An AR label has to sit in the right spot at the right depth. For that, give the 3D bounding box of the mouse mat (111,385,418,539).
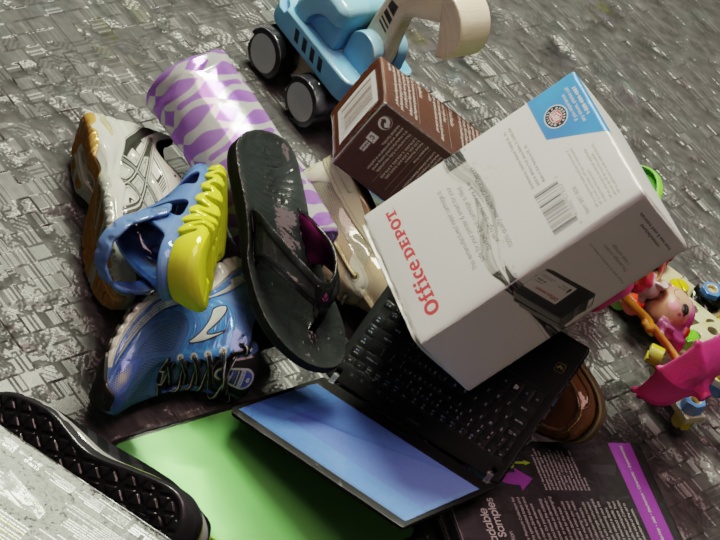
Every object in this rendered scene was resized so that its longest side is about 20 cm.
[{"bbox_3d":[-0.070,0.164,1.658,0.200,0.008,0.161,-14,55,-38],"label":"mouse mat"}]

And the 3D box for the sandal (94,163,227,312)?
[{"bbox_3d":[-0.145,-0.031,1.672,0.087,0.080,0.200,2,17,4],"label":"sandal"}]

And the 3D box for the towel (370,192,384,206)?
[{"bbox_3d":[0.054,-0.056,1.941,0.143,0.023,0.200,32,41,6],"label":"towel"}]

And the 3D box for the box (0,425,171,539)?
[{"bbox_3d":[-0.251,0.196,1.464,0.200,0.086,0.164,33,41,6],"label":"box"}]

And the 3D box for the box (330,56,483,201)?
[{"bbox_3d":[0.072,-0.079,1.856,0.200,0.075,0.100,35,22,-18],"label":"box"}]

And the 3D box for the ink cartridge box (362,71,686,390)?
[{"bbox_3d":[0.119,-0.028,1.667,0.084,0.200,0.145,45,16,-45],"label":"ink cartridge box"}]

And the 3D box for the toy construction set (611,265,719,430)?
[{"bbox_3d":[0.249,0.034,1.912,0.200,0.092,0.131,50,44,8],"label":"toy construction set"}]

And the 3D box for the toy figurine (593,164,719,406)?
[{"bbox_3d":[0.223,0.020,1.792,0.184,0.150,0.200,51,22,-23],"label":"toy figurine"}]

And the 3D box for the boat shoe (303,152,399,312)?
[{"bbox_3d":[0.000,0.000,1.826,0.200,0.065,0.072,65,6,17],"label":"boat shoe"}]

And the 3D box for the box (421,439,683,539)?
[{"bbox_3d":[0.150,0.194,1.725,0.200,0.036,0.143,4,44,-27],"label":"box"}]

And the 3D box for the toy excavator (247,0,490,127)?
[{"bbox_3d":[0.011,-0.208,1.938,0.100,0.200,0.195,-15,56,-38],"label":"toy excavator"}]

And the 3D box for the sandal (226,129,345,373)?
[{"bbox_3d":[-0.054,-0.020,1.696,0.075,0.048,0.201,-3,68,-38],"label":"sandal"}]

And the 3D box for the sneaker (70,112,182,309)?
[{"bbox_3d":[-0.174,-0.050,1.770,0.088,0.076,0.200,8,45,-21],"label":"sneaker"}]

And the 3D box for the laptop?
[{"bbox_3d":[0.038,0.083,1.685,0.177,0.103,0.200,32,81,29],"label":"laptop"}]

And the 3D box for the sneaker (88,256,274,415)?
[{"bbox_3d":[-0.122,0.059,1.684,0.089,0.079,0.200,39,42,17],"label":"sneaker"}]

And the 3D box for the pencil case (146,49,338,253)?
[{"bbox_3d":[-0.098,-0.082,1.799,0.084,0.086,0.200,-20,70,-35],"label":"pencil case"}]

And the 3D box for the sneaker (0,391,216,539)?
[{"bbox_3d":[-0.187,0.155,1.573,0.200,0.072,0.083,30,-3,20],"label":"sneaker"}]

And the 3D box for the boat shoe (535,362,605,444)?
[{"bbox_3d":[0.112,0.069,1.782,0.068,0.072,0.200,20,17,-48],"label":"boat shoe"}]
